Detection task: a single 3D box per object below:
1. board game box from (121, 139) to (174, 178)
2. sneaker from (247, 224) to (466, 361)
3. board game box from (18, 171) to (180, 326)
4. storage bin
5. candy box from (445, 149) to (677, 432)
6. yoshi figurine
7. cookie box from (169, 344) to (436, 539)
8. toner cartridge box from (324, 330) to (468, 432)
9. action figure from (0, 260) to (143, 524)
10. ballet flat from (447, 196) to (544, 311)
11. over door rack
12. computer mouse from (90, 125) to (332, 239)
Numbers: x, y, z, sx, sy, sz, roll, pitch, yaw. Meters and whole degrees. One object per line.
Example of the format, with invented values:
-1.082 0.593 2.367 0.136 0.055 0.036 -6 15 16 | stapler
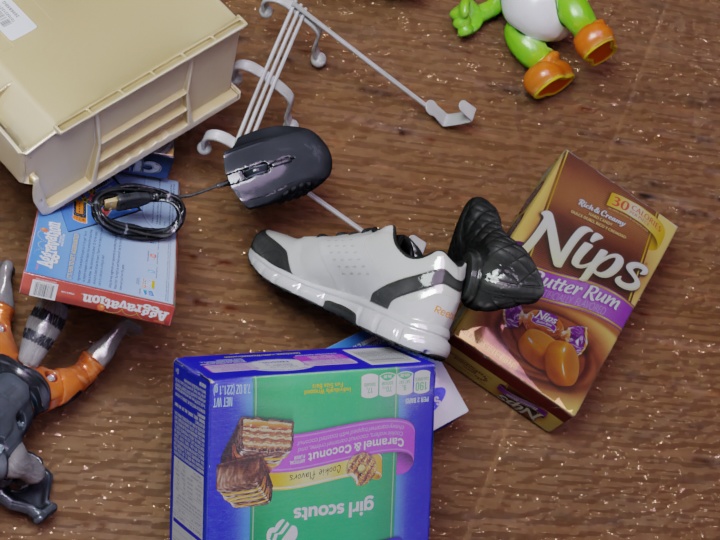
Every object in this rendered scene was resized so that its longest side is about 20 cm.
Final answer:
-0.209 -0.174 1.184 0.135 0.035 0.200 8 61 -14 | board game box
0.000 0.000 1.131 0.074 0.200 0.080 20 92 -53 | sneaker
-0.182 -0.027 1.092 0.103 0.019 0.200 14 25 -12 | board game box
-0.219 -0.171 1.096 0.198 0.094 0.200 -36 74 -28 | storage bin
0.160 0.014 1.232 0.117 0.056 0.200 34 64 -2 | candy box
0.129 -0.252 1.290 0.112 0.112 0.200 -25 77 -19 | yoshi figurine
-0.040 0.160 1.054 0.171 0.075 0.200 -2 100 -25 | cookie box
-0.027 0.113 1.145 0.200 0.043 0.095 -26 82 -23 | toner cartridge box
-0.270 0.072 1.057 0.200 0.105 0.194 32 55 -7 | action figure
0.099 -0.008 1.163 0.057 0.200 0.067 14 107 -5 | ballet flat
-0.022 -0.110 1.222 0.200 0.067 0.148 29 66 -20 | over door rack
-0.102 -0.065 1.105 0.200 0.034 0.059 -21 87 -33 | computer mouse
